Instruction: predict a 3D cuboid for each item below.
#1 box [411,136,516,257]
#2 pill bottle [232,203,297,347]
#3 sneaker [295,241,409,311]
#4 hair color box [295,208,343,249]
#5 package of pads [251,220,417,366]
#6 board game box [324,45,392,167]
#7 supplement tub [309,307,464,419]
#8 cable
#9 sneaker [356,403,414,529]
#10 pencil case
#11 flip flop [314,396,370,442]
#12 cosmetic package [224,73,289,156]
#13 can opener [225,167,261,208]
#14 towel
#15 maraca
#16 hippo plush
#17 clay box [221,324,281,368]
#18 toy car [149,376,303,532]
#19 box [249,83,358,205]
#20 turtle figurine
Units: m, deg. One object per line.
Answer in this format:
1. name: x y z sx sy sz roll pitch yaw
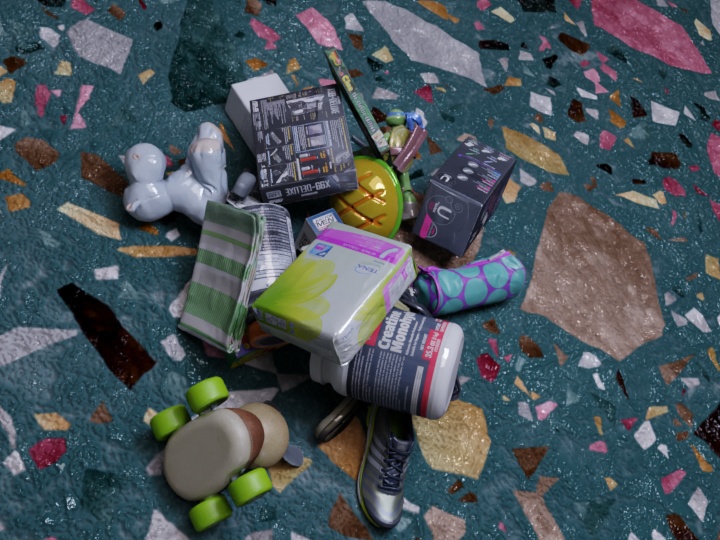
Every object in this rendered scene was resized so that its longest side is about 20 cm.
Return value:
1. box: 0.188 -0.136 1.534 0.105 0.123 0.200 27 39 12
2. pill bottle: -0.143 0.011 1.272 0.105 0.106 0.202 -1 68 -24
3. sneaker: 0.000 0.000 1.301 0.199 0.077 0.089 34 69 9
4. hair color box: -0.028 0.010 1.392 0.060 0.100 0.201 -24 72 -32
5. package of pads: -0.029 0.028 1.178 0.153 0.069 0.200 19 52 31
6. board game box: -0.002 -0.270 1.433 0.023 0.105 0.201 -28 78 2
7. supplement tub: 0.039 0.124 1.226 0.198 0.141 0.141 14 52 11
8. cable: 0.114 0.112 1.365 0.050 0.163 0.202 -24 78 2
9. sneaker: 0.042 0.277 1.261 0.073 0.081 0.202 9 67 -18
10. pencil case: 0.188 0.021 1.486 0.198 0.085 0.093 -13 110 -30
11. flip flop: -0.009 0.184 1.316 0.057 0.081 0.200 37 56 20
12. cosmetic package: -0.148 -0.247 1.519 0.101 0.074 0.201 -21 68 -32
13. can opener: -0.179 -0.133 1.383 0.052 0.067 0.200 27 14 -10
14. towel: -0.204 0.006 1.243 0.023 0.152 0.202 9 95 -44
15. maraca: 0.009 -0.091 1.427 0.136 0.202 0.107 9 16 30
16. hippo plush: -0.296 -0.133 1.365 0.159 0.159 0.202 -3 103 -5
17. clay box: -0.141 0.062 1.343 0.199 0.048 0.115 -23 72 -32
18. toy car: -0.163 0.242 1.194 0.199 0.157 0.165 -3 61 -58
19. box: -0.095 -0.208 1.396 0.156 0.050 0.202 -11 56 0
20. turtle figurine: 0.031 -0.181 1.540 0.198 0.144 0.196 -8 83 4
